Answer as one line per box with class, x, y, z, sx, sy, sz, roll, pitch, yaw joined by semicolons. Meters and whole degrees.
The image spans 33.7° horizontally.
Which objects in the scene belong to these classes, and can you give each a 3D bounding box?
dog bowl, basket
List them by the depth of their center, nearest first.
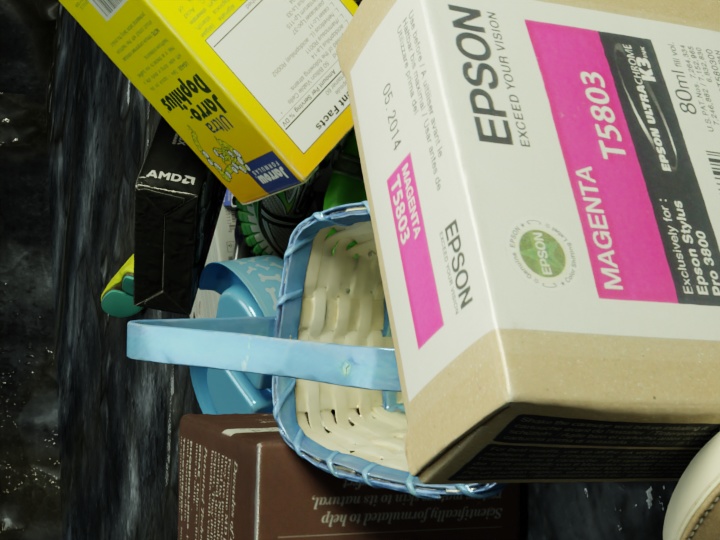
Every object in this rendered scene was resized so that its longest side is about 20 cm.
basket;0.010;0.036;0.578;0.175;0.199;0.141;5;96;37
dog bowl;-0.081;0.068;0.926;0.112;0.049;0.201;50;145;27

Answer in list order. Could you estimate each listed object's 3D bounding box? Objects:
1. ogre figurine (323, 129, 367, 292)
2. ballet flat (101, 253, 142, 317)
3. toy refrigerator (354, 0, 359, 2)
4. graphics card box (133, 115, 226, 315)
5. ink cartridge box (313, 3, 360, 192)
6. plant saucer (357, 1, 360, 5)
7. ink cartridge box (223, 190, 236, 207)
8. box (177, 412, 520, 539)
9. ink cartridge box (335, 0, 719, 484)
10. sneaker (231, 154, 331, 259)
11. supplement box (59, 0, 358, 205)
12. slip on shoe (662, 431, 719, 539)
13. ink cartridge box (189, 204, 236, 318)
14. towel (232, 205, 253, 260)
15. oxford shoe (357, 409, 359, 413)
ogre figurine;0.024;-0.008;0.752;0.200;0.098;0.121;40;111;29
ballet flat;-0.343;0.016;1.801;0.200;0.066;0.068;-38;32;61
toy refrigerator;-0.011;-0.284;0.811;0.076;0.069;0.202;-2;68;61
graphics card box;-0.133;-0.080;0.936;0.201;0.050;0.126;-80;1;-47
ink cartridge box;-0.004;-0.143;0.919;0.200;0.039;0.101;136;133;-61
plant saucer;-0.022;-0.252;0.912;0.200;0.029;0.202;-43;35;40
ink cartridge box;-0.091;-0.121;1.149;0.200;0.042;0.121;-178;89;-67
box;-0.016;0.178;0.740;0.200;0.164;0.166;173;99;-69
ink cartridge box;0.090;-0.022;0.473;0.075;0.163;0.202;131;136;-52
sneaker;-0.056;-0.074;0.905;0.201;0.084;0.079;74;-161;-51
supplement box;-0.087;-0.156;0.752;0.109;0.200;0.109;-48;16;-22
slip on shoe;0.168;0.071;0.391;0.061;0.075;0.201;-100;30;-43
ink cartridge box;-0.149;0.028;1.297;0.201;0.056;0.164;106;157;-53
towel;-0.099;-0.078;1.029;0.147;0.024;0.203;-106;21;-81
oxford shoe;0.000;0.000;0.844;0.071;0.072;0.202;145;124;-65
